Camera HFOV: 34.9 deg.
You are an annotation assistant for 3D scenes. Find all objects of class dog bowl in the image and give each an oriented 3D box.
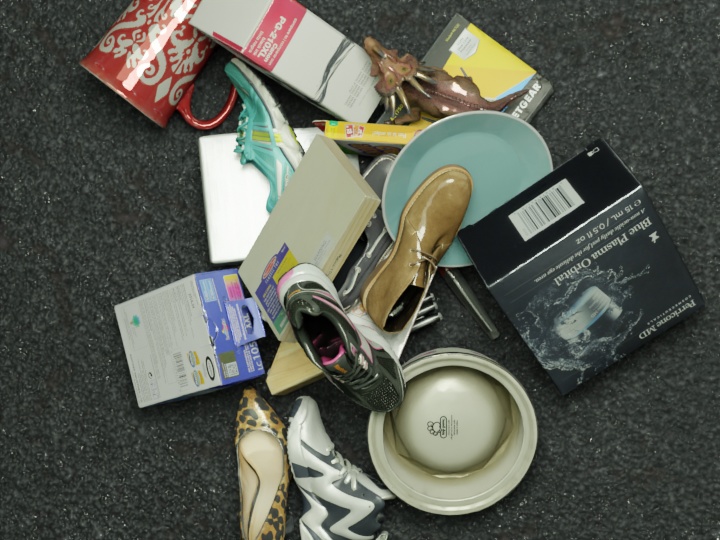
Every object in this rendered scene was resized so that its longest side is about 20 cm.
[{"bbox_3d":[0.106,0.180,1.347,0.198,0.074,0.202,0,105,1],"label":"dog bowl"}]

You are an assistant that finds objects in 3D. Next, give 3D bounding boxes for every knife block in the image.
[{"bbox_3d":[-0.001,0.085,1.397,0.174,0.064,0.201,21,88,12],"label":"knife block"}]

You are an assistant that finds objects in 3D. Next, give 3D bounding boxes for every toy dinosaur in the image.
[{"bbox_3d":[0.092,-0.199,1.299,0.198,0.136,0.087,11,87,3],"label":"toy dinosaur"}]

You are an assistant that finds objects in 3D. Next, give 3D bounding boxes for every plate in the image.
[{"bbox_3d":[0.117,-0.093,1.274,0.198,0.026,0.201,-7,125,-10],"label":"plate"}]

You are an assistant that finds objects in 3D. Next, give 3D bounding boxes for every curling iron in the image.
[{"bbox_3d":[0.102,0.006,1.407,0.200,0.026,0.050,47,117,4],"label":"curling iron"}]

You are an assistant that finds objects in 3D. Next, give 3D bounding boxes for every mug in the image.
[{"bbox_3d":[-0.228,-0.288,1.447,0.201,0.177,0.133,-54,44,0],"label":"mug"}]

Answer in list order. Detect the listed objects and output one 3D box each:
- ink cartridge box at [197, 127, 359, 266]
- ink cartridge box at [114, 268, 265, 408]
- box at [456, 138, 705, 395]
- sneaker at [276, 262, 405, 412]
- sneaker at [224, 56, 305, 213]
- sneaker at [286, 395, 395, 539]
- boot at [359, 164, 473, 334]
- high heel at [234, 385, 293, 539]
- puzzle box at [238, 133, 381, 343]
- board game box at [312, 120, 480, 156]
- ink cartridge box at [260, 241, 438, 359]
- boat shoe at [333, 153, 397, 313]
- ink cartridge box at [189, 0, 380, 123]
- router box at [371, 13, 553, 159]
[{"bbox_3d":[-0.099,-0.096,1.447,0.198,0.047,0.162,-6,86,-6],"label":"ink cartridge box"},{"bbox_3d":[-0.199,0.081,1.386,0.199,0.076,0.138,-19,84,43],"label":"ink cartridge box"},{"bbox_3d":[0.248,-0.002,1.283,0.196,0.118,0.200,-34,125,8],"label":"box"},{"bbox_3d":[-0.023,0.091,1.234,0.080,0.087,0.200,-37,115,14],"label":"sneaker"},{"bbox_3d":[-0.121,-0.165,1.393,0.079,0.078,0.201,-25,87,3],"label":"sneaker"},{"bbox_3d":[-0.014,0.247,1.389,0.128,0.079,0.201,-7,86,9],"label":"sneaker"},{"bbox_3d":[0.071,-0.019,1.250,0.073,0.076,0.201,21,109,-23],"label":"boot"},{"bbox_3d":[-0.124,0.239,1.376,0.071,0.143,0.202,-14,85,9],"label":"high heel"},{"bbox_3d":[-0.062,-0.036,1.287,0.201,0.025,0.133,-58,43,22],"label":"puzzle box"},{"bbox_3d":[0.048,-0.150,1.333,0.198,0.096,0.030,8,87,14],"label":"board game box"},{"bbox_3d":[0.000,0.000,1.353,0.175,0.045,0.201,22,83,13],"label":"ink cartridge box"},{"bbox_3d":[0.003,-0.046,1.307,0.072,0.063,0.201,23,83,13],"label":"boat shoe"},{"bbox_3d":[-0.078,-0.259,1.342,0.145,0.199,0.085,37,97,49],"label":"ink cartridge box"},{"bbox_3d":[0.117,-0.185,1.395,0.149,0.051,0.201,38,96,10],"label":"router box"}]
